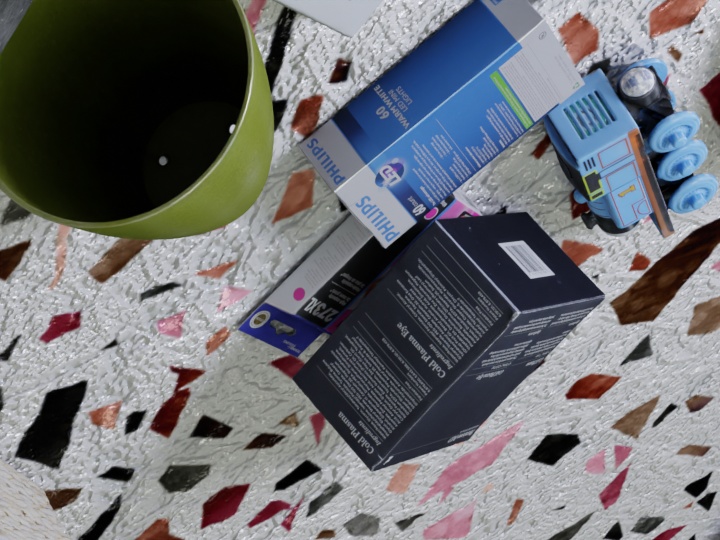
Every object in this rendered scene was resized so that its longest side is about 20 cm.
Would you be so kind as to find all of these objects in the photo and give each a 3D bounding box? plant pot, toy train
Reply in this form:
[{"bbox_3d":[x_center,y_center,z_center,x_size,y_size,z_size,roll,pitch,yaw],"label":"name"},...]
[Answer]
[{"bbox_3d":[-0.131,-0.096,1.424,0.187,0.187,0.200,-39,162,3],"label":"plant pot"},{"bbox_3d":[0.222,-0.095,1.815,0.114,0.087,0.200,-28,149,3],"label":"toy train"}]

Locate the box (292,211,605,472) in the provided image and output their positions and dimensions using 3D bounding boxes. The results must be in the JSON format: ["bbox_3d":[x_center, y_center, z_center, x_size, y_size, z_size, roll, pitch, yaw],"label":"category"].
[{"bbox_3d":[0.073,0.053,1.781,0.182,0.104,0.200,-49,163,20],"label":"box"}]

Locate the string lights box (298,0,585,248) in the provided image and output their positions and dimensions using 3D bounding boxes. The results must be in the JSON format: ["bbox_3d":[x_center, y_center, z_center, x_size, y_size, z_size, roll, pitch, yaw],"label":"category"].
[{"bbox_3d":[0.063,-0.117,1.657,0.200,0.059,0.103,-39,146,3],"label":"string lights box"}]

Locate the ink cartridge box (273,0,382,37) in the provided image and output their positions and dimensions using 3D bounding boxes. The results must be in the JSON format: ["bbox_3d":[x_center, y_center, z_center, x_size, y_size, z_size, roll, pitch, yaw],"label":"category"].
[{"bbox_3d":[-0.011,-0.262,1.428,0.200,0.043,0.196,-50,143,15],"label":"ink cartridge box"}]

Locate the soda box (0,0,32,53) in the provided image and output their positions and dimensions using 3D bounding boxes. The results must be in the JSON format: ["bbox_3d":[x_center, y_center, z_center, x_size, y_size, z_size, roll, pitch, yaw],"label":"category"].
[{"bbox_3d":[-0.225,-0.191,1.297,0.071,0.063,0.200,7,127,-48],"label":"soda box"}]

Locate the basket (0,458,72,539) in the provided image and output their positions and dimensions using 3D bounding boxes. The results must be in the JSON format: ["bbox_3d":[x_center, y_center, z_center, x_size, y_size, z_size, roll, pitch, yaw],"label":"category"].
[{"bbox_3d":[-0.321,0.245,1.654,0.198,0.161,0.200,-39,148,4],"label":"basket"}]

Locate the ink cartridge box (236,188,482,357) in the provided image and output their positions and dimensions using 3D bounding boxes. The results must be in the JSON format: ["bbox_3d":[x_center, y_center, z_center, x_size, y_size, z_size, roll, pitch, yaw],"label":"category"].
[{"bbox_3d":[0.000,0.000,1.768,0.200,0.037,0.095,-43,147,12],"label":"ink cartridge box"}]
